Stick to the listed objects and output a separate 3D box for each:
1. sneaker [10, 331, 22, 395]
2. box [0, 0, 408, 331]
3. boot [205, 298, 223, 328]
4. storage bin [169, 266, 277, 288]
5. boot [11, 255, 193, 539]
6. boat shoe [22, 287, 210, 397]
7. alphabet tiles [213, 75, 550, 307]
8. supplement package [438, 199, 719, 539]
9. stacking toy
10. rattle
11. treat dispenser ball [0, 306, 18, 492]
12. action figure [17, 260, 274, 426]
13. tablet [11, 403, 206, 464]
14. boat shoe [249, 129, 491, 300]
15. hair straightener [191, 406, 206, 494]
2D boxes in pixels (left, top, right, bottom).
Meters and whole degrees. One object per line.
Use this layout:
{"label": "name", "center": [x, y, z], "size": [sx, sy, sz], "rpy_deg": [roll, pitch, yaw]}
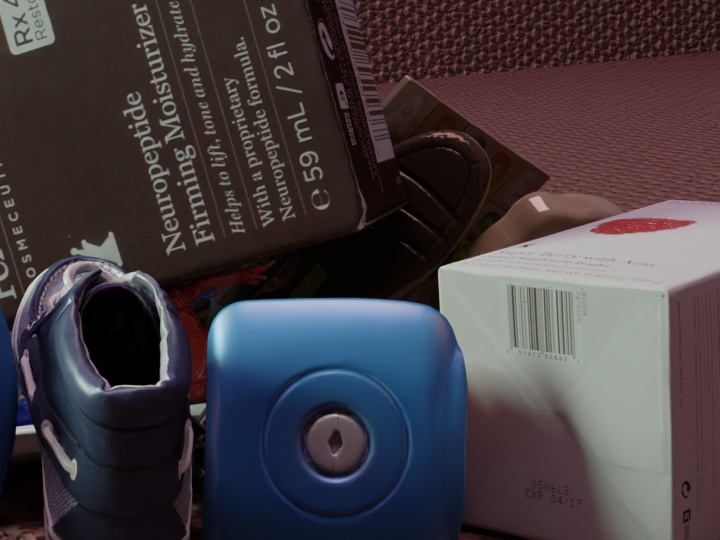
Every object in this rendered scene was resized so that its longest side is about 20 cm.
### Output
{"label": "sneaker", "center": [-0.256, 0.054, 0.895], "size": [0.198, 0.075, 0.106], "rpy_deg": [-10, 1, 9]}
{"label": "box", "center": [-0.097, -0.079, 0.845], "size": [0.199, 0.167, 0.164], "rpy_deg": [-16, 4, 10]}
{"label": "boot", "center": [-0.088, 0.023, 1.114], "size": [0.198, 0.074, 0.096], "rpy_deg": [5, 9, -6]}
{"label": "storage bin", "center": [-0.072, -0.094, 1.022], "size": [0.093, 0.201, 0.135], "rpy_deg": [10, 20, 6]}
{"label": "boot", "center": [-0.095, 0.027, 0.659], "size": [0.072, 0.091, 0.200], "rpy_deg": [-1, 31, -17]}
{"label": "boat shoe", "center": [-0.181, 0.050, 1.002], "size": [0.199, 0.063, 0.075], "rpy_deg": [-11, 27, -28]}
{"label": "alphabet tiles", "center": [0.026, -0.016, 1.016], "size": [0.200, 0.167, 0.008], "rpy_deg": [27, 18, -52]}
{"label": "supplement package", "center": [0.143, 0.042, 0.788], "size": [0.121, 0.121, 0.199], "rpy_deg": [6, 14, 40]}
{"label": "stacking toy", "center": [-0.010, 0.074, 0.781], "size": [0.109, 0.117, 0.200], "rpy_deg": [1, -3, 0]}
{"label": "rattle", "center": [0.142, 0.044, 0.958], "size": [0.143, 0.131, 0.200], "rpy_deg": [38, 4, 42]}
{"label": "treat dispenser ball", "center": [-0.230, 0.050, 0.640], "size": [0.199, 0.203, 0.201], "rpy_deg": [-3, 11, 1]}
{"label": "action figure", "center": [-0.115, 0.045, 0.893], "size": [0.199, 0.066, 0.099], "rpy_deg": [-14, -1, 37]}
{"label": "tablet", "center": [-0.168, 0.087, 0.848], "size": [0.198, 0.014, 0.130], "rpy_deg": [-7, -8, -13]}
{"label": "boat shoe", "center": [0.000, 0.000, 0.959], "size": [0.200, 0.072, 0.076], "rpy_deg": [-42, -19, 14]}
{"label": "hair straightener", "center": [-0.078, 0.096, 0.726], "size": [0.041, 0.077, 0.200], "rpy_deg": [37, 11, 7]}
